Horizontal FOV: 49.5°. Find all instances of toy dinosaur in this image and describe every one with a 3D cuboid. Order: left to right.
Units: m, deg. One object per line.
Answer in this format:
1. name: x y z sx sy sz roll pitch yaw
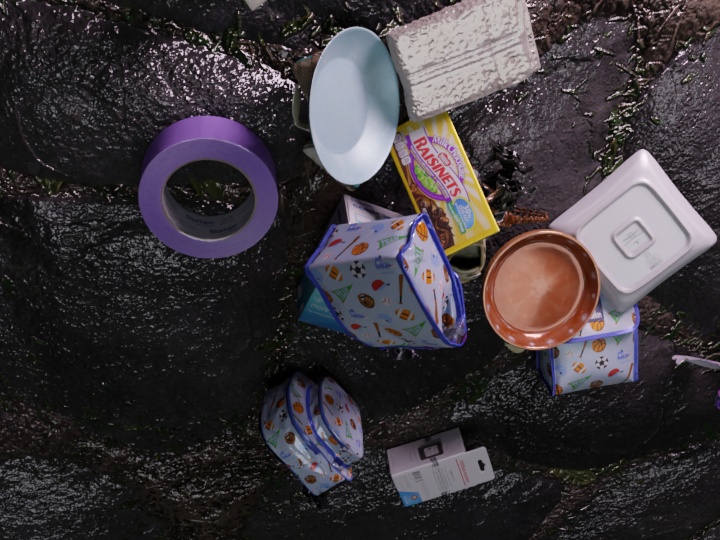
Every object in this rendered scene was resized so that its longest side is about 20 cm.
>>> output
1. toy dinosaur: 0.202 -0.116 1.210 0.197 0.104 0.136 -3 146 -31

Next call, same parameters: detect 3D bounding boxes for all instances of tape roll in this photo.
1. tape roll: -0.219 -0.117 1.131 0.196 0.066 0.203 -5 127 -7

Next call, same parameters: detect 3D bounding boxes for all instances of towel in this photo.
1. towel: 0.142 -0.299 1.069 0.196 0.035 0.134 -19 119 5

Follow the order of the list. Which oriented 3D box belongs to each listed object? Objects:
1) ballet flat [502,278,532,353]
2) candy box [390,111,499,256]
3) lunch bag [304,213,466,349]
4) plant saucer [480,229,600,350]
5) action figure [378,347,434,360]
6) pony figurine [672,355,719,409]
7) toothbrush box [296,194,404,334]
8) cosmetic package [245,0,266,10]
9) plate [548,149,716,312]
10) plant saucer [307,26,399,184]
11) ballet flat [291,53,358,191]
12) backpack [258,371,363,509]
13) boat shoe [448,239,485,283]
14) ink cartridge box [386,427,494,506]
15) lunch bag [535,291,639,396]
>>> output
1. ballet flat: 0.276 0.073 1.371 0.065 0.057 0.203 -9 128 -2
2. candy box: 0.116 -0.128 1.130 0.101 0.026 0.203 -24 86 7
3. lunch bag: 0.046 0.029 1.112 0.168 0.125 0.202 -5 127 37
4. plant saucer: 0.293 0.031 1.281 0.196 0.032 0.205 -2 108 -5
5. action figure: 0.102 0.083 1.312 0.101 0.199 0.121 30 110 19
6. pony figurine: 0.726 0.185 1.495 0.191 0.167 0.202 23 106 -34
7. toothbrush box: 0.000 0.000 1.248 0.144 0.086 0.202 18 121 -21
8. cosmetic package: -0.073 -0.409 0.909 0.198 0.104 0.088 -30 126 15
9. plate: 0.441 -0.056 1.266 0.199 0.032 0.200 -41 98 20
10. plant saucer: -0.017 -0.219 1.046 0.038 0.202 0.203 10 139 35
11. ballet flat: -0.055 -0.204 1.101 0.074 0.068 0.203 -5 123 16
12. backpack: -0.089 0.280 1.391 0.154 0.201 0.190 -41 117 16
13. boat shoe: 0.166 -0.023 1.235 0.071 0.064 0.202 3 153 -3
14. ink cartridge box: 0.164 0.396 1.593 0.196 0.067 0.117 -18 128 5
15. lunch bag: 0.398 0.105 1.381 0.166 0.124 0.204 -9 113 -2
